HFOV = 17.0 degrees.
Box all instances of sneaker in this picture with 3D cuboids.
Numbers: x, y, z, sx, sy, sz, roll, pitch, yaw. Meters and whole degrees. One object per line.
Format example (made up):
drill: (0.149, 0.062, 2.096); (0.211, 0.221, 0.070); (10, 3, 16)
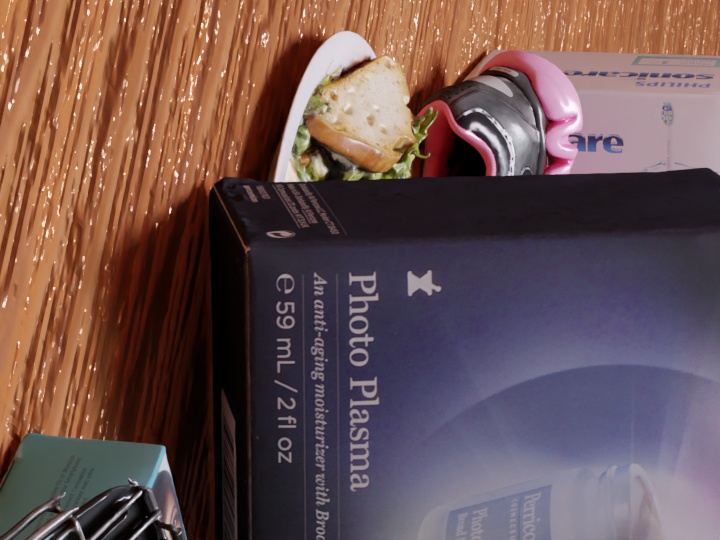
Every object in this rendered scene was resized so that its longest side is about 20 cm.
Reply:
sneaker: (0.057, -0.006, 1.207); (0.095, 0.079, 0.201); (-20, 114, -48)

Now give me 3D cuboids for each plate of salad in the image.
plate of salad: (0.000, 0.000, 1.019); (0.200, 0.048, 0.201); (3, 90, -75)

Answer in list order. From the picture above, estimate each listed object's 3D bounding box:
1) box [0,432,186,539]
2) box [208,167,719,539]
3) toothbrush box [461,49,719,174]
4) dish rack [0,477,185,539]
box: (-0.079, 0.154, 0.773); (0.082, 0.049, 0.201); (-68, 156, -48)
box: (0.049, 0.071, 0.880); (0.123, 0.197, 0.201); (-128, -143, -74)
toothbrush box: (0.131, -0.012, 1.295); (0.085, 0.146, 0.201); (-51, 140, -64)
dish rack: (-0.092, 0.155, 0.638); (0.153, 0.054, 0.201); (-45, 138, -36)
